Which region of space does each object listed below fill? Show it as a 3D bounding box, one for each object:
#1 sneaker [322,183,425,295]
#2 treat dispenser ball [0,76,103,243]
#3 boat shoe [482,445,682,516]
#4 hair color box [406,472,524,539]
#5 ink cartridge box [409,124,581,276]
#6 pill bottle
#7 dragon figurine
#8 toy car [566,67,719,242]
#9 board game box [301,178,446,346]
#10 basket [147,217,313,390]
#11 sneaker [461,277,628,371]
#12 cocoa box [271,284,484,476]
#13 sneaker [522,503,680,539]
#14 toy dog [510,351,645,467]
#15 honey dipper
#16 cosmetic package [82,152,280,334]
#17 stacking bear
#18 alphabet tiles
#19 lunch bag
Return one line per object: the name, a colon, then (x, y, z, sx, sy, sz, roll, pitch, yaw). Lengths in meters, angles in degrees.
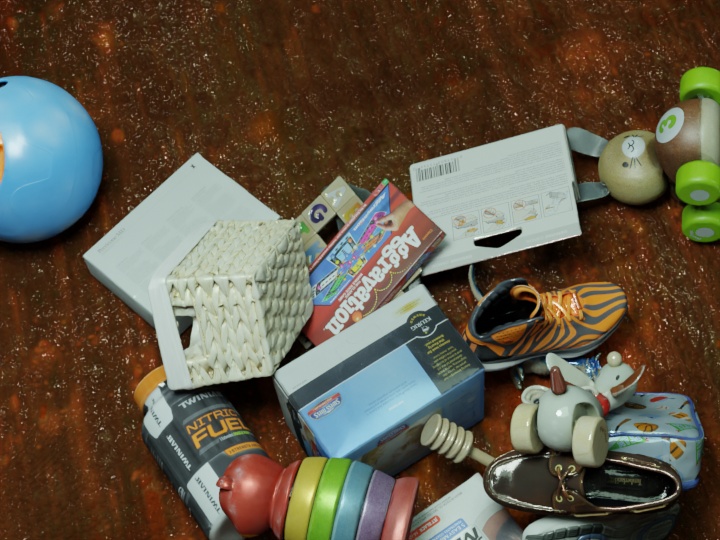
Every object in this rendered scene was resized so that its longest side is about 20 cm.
sneaker: (0.017, -0.023, 1.716, 0.103, 0.060, 0.201, -13, 61, 7)
treat dispenser ball: (-0.415, -0.135, 1.733, 0.199, 0.201, 0.202, -2, 59, 3)
boat shoe: (0.221, 0.209, 1.418, 0.198, 0.070, 0.071, -2, 85, 6)
hair color box: (0.139, 0.327, 1.491, 0.110, 0.064, 0.200, -32, 63, -15)
ink cartridge box: (0.163, -0.075, 1.704, 0.198, 0.045, 0.177, -14, 52, 14)
pill bottle: (-0.173, 0.196, 1.570, 0.106, 0.107, 0.200, -33, 62, -14)
dragon figurine: (0.204, 0.070, 1.640, 0.099, 0.059, 0.201, -25, 65, -12)
toy car: (0.340, -0.135, 1.711, 0.198, 0.158, 0.166, -1, 59, 18)
board game box: (0.000, 0.000, 1.663, 0.103, 0.019, 0.200, 43, 96, 24)
basket: (-0.138, 0.032, 1.581, 0.122, 0.137, 0.200, -4, 21, 16)
sneaker: (0.208, 0.048, 1.554, 0.198, 0.112, 0.078, -20, 65, -10)
cocoa box: (0.024, 0.140, 1.571, 0.199, 0.134, 0.132, -30, 62, -13)
sneaker: (0.243, 0.264, 1.498, 0.199, 0.075, 0.087, -5, 36, -35)
toy dog: (0.221, 0.119, 1.433, 0.131, 0.097, 0.200, -1, 18, 11)
honey dipper: (0.155, 0.216, 1.525, 0.199, 0.038, 0.038, 31, 61, -15)
cosmetic package: (-0.216, -0.031, 1.742, 0.150, 0.052, 0.200, 38, 69, 21)
stacking bear: (-0.048, 0.242, 1.439, 0.198, 0.121, 0.115, 13, 94, 6)
alphabet tiles: (-0.025, 0.013, 1.684, 0.167, 0.008, 0.200, -44, 65, 7)
lunch bag: (0.273, 0.180, 1.529, 0.198, 0.076, 0.160, 3, 15, 4)
